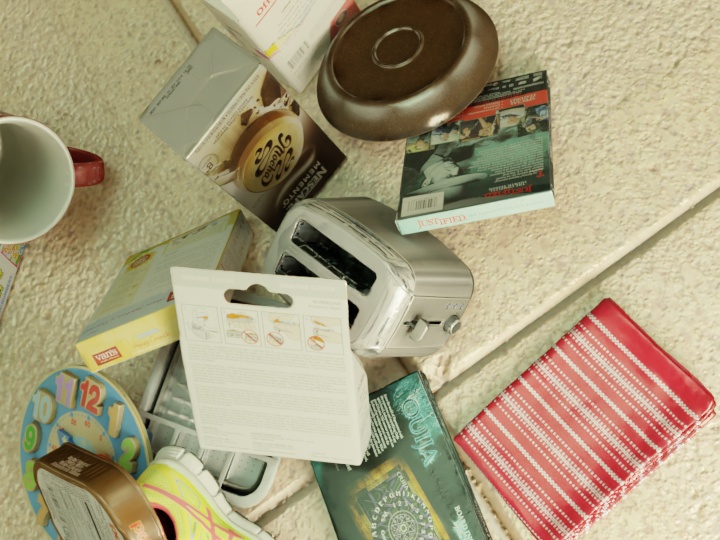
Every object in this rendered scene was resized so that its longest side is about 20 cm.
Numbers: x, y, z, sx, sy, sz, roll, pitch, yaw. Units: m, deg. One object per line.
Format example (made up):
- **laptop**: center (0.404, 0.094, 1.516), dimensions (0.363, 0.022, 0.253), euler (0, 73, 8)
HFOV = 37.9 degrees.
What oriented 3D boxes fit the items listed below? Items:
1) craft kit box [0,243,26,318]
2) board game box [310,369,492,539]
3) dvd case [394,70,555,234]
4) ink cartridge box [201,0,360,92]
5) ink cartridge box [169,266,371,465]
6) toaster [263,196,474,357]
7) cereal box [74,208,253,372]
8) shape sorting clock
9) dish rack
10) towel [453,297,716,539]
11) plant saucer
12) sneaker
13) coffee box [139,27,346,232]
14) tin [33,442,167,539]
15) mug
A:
- **craft kit box**: center (-0.500, 0.015, 1.221), dimensions (0.198, 0.048, 0.199), euler (9, 80, 23)
- **board game box**: center (0.036, 0.211, 0.971), dimensions (0.134, 0.028, 0.201), euler (-26, 66, 10)
- **dvd case**: center (0.111, -0.116, 0.997), dimensions (0.145, 0.022, 0.201), euler (-11, 38, 16)
- **ink cartridge box**: center (-0.087, -0.284, 1.076), dimensions (0.067, 0.200, 0.117), euler (36, 87, 25)
- **ink cartridge box**: center (-0.076, 0.078, 0.929), dimensions (0.159, 0.201, 0.047), euler (4, 32, 13)
- **toaster**: center (0.000, 0.000, 0.982), dimensions (0.200, 0.129, 0.114), euler (38, 109, 25)
- **cereal box**: center (-0.188, 0.016, 1.038), dimensions (0.143, 0.040, 0.200), euler (-21, 23, 13)
- **shape sorting clock**: center (-0.281, 0.195, 1.055), dimensions (0.199, 0.039, 0.202), euler (-1, 89, 34)
- **dish rack**: center (-0.131, 0.123, 1.051), dimensions (0.170, 0.044, 0.202), euler (15, 79, 24)
- **towel**: center (0.199, 0.136, 0.939), dimensions (0.200, 0.022, 0.145), euler (-43, 64, 3)
- **plant saucer**: center (0.042, -0.220, 1.074), dimensions (0.198, 0.032, 0.202), euler (-11, 54, 16)
- **sneaker**: center (-0.142, 0.261, 0.961), dimensions (0.200, 0.090, 0.078), euler (43, 131, 8)
- **coffee box**: center (-0.110, -0.131, 1.036), dimensions (0.080, 0.200, 0.113), euler (39, 90, 29)
- **tin**: center (-0.238, 0.222, 0.947), dimensions (0.042, 0.113, 0.199), euler (-32, 21, -33)
- **mug**: center (-0.400, -0.110, 1.168), dimensions (0.199, 0.177, 0.134), euler (25, 87, 50)
